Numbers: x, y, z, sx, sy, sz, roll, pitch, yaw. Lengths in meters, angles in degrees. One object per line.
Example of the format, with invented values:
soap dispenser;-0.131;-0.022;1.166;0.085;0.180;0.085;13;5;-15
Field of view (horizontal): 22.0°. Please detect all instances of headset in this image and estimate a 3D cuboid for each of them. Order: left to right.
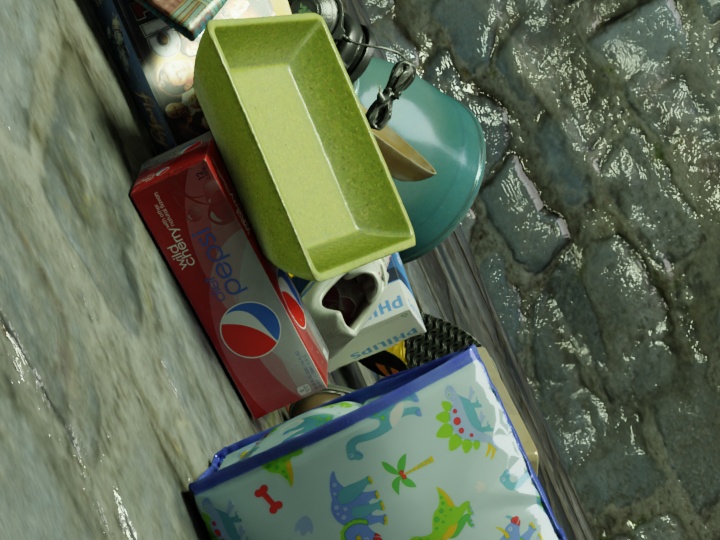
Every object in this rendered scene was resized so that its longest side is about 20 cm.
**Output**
headset;-0.038;-0.187;1.572;0.199;0.094;0.123;25;-8;32

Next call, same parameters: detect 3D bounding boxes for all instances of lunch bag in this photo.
lunch bag;0.018;0.161;1.173;0.171;0.199;0.127;65;9;-4

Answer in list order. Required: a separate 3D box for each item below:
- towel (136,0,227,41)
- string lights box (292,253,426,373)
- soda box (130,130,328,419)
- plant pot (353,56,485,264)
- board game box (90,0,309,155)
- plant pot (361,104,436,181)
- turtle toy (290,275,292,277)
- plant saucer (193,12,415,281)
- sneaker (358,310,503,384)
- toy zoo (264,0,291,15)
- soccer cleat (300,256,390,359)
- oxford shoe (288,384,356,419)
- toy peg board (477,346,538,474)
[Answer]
towel;-0.136;-0.285;1.436;0.146;0.022;0.200;35;56;-4
string lights box;-0.020;-0.017;1.730;0.059;0.102;0.201;55;14;-59
soda box;-0.093;0.004;1.362;0.070;0.063;0.201;-87;152;-68
plant pot;-0.004;-0.133;1.888;0.188;0.199;0.201;36;28;-45
board game box;-0.135;-0.198;1.454;0.035;0.135;0.201;-22;-87;57
plant pot;-0.016;-0.140;1.684;0.200;0.028;0.200;37;9;-6
turtle toy;-0.067;-0.085;1.624;0.200;0.101;0.146;-92;157;-74
plant saucer;-0.049;-0.090;1.390;0.201;0.048;0.200;67;25;1
sneaker;0.055;0.082;1.786;0.199;0.070;0.090;29;-12;17
toy zoo;-0.121;-0.238;1.549;0.200;0.020;0.132;-22;-88;56
soccer cleat;0.000;0.000;1.608;0.070;0.086;0.201;43;47;-20
oxford shoe;0.026;0.165;1.479;0.200;0.073;0.084;38;15;-12
toy peg board;0.081;0.202;1.636;0.199;0.097;0.201;-113;-158;-63
